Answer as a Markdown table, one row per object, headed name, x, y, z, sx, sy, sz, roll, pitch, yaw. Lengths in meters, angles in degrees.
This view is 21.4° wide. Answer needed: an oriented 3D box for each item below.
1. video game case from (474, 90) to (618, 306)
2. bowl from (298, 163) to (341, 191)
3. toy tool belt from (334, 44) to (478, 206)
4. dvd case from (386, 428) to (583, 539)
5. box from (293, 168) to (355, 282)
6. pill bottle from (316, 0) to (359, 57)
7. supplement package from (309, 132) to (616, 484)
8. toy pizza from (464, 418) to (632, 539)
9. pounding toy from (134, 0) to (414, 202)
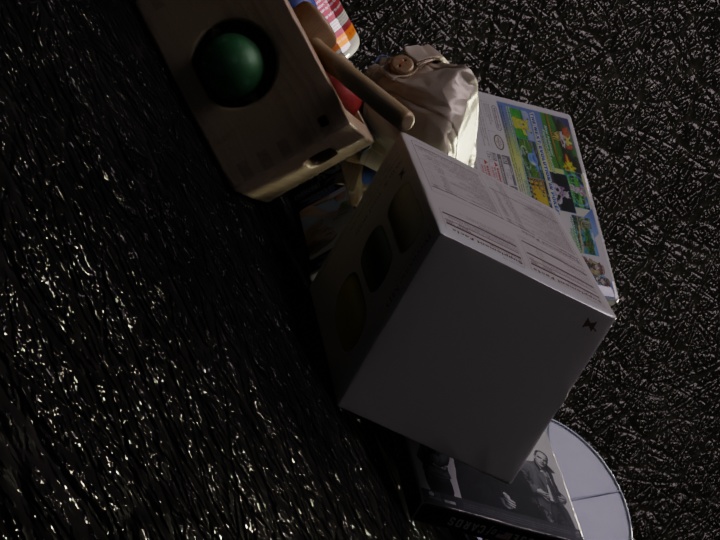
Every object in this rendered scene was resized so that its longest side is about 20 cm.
| name | x | y | z | sx | sy | sz | roll | pitch | yaw |
| --- | --- | --- | --- | --- | --- | --- | --- | --- | --- |
| video game case | 0.145 | -0.069 | 1.740 | 0.181 | 0.022 | 0.202 | 10 | 58 | -38 |
| bowl | 0.009 | -0.090 | 1.806 | 0.201 | 0.199 | 0.095 | -67 | 167 | -83 |
| toy tool belt | 0.031 | -0.103 | 1.584 | 0.201 | 0.122 | 0.126 | 87 | 24 | -58 |
| dvd case | 0.087 | 0.133 | 1.495 | 0.149 | 0.025 | 0.201 | 18 | 32 | -25 |
| box | 0.000 | 0.000 | 1.651 | 0.117 | 0.060 | 0.200 | 59 | 6 | -20 |
| pill bottle | -0.093 | -0.297 | 2.000 | 0.201 | 0.112 | 0.113 | 61 | 5 | -16 |
| supplement package | 0.069 | 0.024 | 1.420 | 0.150 | 0.153 | 0.200 | 25 | 18 | -17 |
| toy pizza | 0.161 | 0.219 | 1.734 | 0.199 | 0.032 | 0.202 | 19 | 50 | -24 |
| pounding toy | -0.055 | -0.145 | 1.414 | 0.185 | 0.141 | 0.200 | 62 | 5 | 4 |
